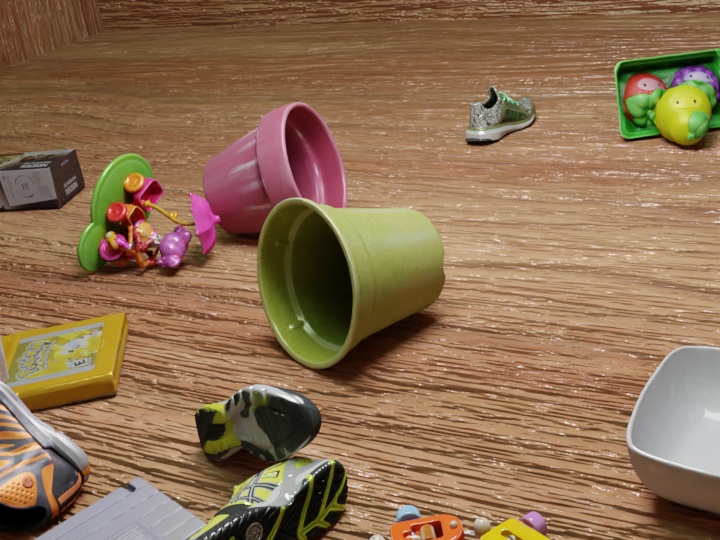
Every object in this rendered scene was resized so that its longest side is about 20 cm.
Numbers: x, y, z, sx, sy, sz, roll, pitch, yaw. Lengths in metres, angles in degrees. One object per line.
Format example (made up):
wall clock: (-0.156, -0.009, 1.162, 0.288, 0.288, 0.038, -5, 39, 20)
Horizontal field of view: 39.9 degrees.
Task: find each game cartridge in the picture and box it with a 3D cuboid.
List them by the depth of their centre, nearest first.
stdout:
game cartridge: (-0.245, 0.268, 0.892, 0.198, 0.039, 0.129, -28, 35, -36)
game cartridge: (-0.399, 0.119, 1.259, 0.196, 0.033, 0.177, -10, 25, -4)

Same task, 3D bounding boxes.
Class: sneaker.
sneaker: (-0.095, 0.230, 0.893, 0.075, 0.077, 0.199, 3, 15, 39)
sneaker: (-0.375, 0.181, 0.986, 0.198, 0.078, 0.112, 32, 38, 3)
sneaker: (-0.094, 0.144, 1.007, 0.084, 0.076, 0.198, -20, 4, -39)
sneaker: (0.271, -0.311, 1.895, 0.076, 0.090, 0.199, 13, 32, 38)

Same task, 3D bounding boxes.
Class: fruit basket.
fruit basket: (0.550, -0.299, 1.736, 0.211, 0.159, 0.216, -7, 7, 1)

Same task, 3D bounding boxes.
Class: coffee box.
coffee box: (-0.645, -0.172, 1.897, 0.196, 0.081, 0.113, -2, 24, 14)

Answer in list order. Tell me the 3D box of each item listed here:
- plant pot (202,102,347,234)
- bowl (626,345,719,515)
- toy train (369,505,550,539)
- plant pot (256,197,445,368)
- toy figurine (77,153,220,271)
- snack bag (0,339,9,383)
plant pot: (-0.142, -0.142, 1.565, 0.176, 0.203, 0.200, -15, 20, 24)
bowl: (0.351, 0.156, 0.893, 0.197, 0.076, 0.200, 7, 28, 31)
toy train: (0.091, 0.258, 0.788, 0.147, 0.057, 0.200, -12, 22, -4)
plant pot: (0.000, 0.000, 1.228, 0.182, 0.204, 0.199, -13, 22, -39)
toy figurine: (-0.310, -0.063, 1.522, 0.181, 0.151, 0.202, 18, 66, 24)
snack bag: (-0.451, 0.118, 1.064, 0.021, 0.191, 0.201, 17, 40, 11)
